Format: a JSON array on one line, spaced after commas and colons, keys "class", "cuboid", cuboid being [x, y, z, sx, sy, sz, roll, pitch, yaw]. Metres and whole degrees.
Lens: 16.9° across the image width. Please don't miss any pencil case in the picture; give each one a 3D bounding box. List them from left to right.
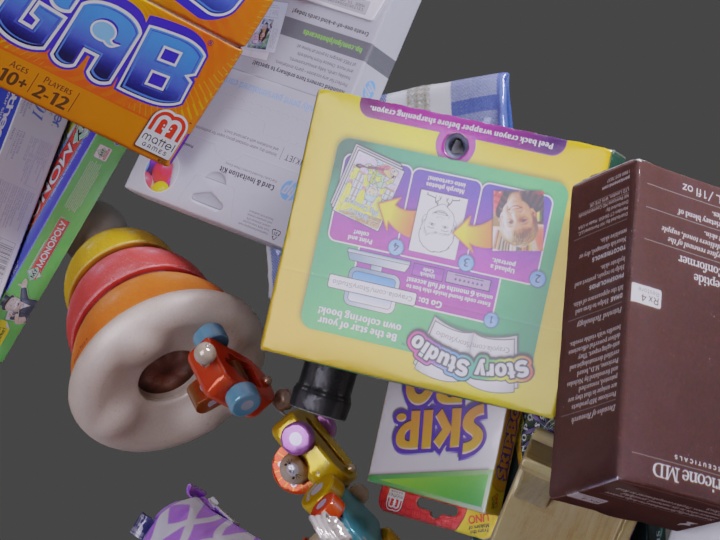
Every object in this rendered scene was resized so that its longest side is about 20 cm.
[{"class": "pencil case", "cuboid": [-0.063, 0.224, 1.661, 0.199, 0.084, 0.086, 27, 75, 29]}]

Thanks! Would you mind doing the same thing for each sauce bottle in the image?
[{"class": "sauce bottle", "cuboid": [0.000, 0.000, 1.622, 0.064, 0.065, 0.202, 15, 88, 31]}]

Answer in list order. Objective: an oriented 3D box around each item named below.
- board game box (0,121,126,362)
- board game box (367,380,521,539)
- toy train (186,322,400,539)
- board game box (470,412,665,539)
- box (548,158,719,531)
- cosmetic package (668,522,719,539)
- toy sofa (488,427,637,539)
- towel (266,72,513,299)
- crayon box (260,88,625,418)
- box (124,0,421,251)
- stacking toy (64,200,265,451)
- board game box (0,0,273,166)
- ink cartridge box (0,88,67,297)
[{"class": "board game box", "cuboid": [-0.240, -0.049, 1.787, 0.201, 0.029, 0.135, -58, 29, 13]}, {"class": "board game box", "cuboid": [0.065, 0.070, 1.596, 0.095, 0.030, 0.202, 12, 92, 34]}, {"class": "toy train", "cuboid": [-0.052, 0.133, 1.610, 0.056, 0.150, 0.201, -41, 56, 13]}, {"class": "board game box", "cuboid": [0.133, 0.140, 1.575, 0.134, 0.028, 0.202, -5, 82, 33]}, {"class": "box", "cuboid": [0.177, 0.045, 1.448, 0.075, 0.099, 0.202, -22, 58, 56]}, {"class": "cosmetic package", "cuboid": [0.246, 0.170, 1.479, 0.101, 0.071, 0.202, 20, 96, 31]}, {"class": "toy sofa", "cuboid": [0.110, 0.206, 1.526, 0.082, 0.098, 0.201, 23, 102, 6]}, {"class": "towel", "cuboid": [0.019, -0.050, 1.670, 0.199, 0.024, 0.148, -10, 77, 28]}, {"class": "crayon box", "cuboid": [0.053, -0.010, 1.548, 0.198, 0.058, 0.174, 13, 91, 15]}, {"class": "box", "cuboid": [-0.062, -0.124, 1.695, 0.155, 0.041, 0.201, 20, 85, 34]}, {"class": "stacking toy", "cuboid": [-0.165, 0.016, 1.733, 0.146, 0.146, 0.201, -47, 47, 19]}, {"class": "board game box", "cuboid": [-0.188, -0.232, 1.674, 0.201, 0.199, 0.200, -56, 35, 13]}, {"class": "ink cartridge box", "cuboid": [-0.272, -0.055, 1.769, 0.094, 0.044, 0.202, 9, 77, 60]}]
